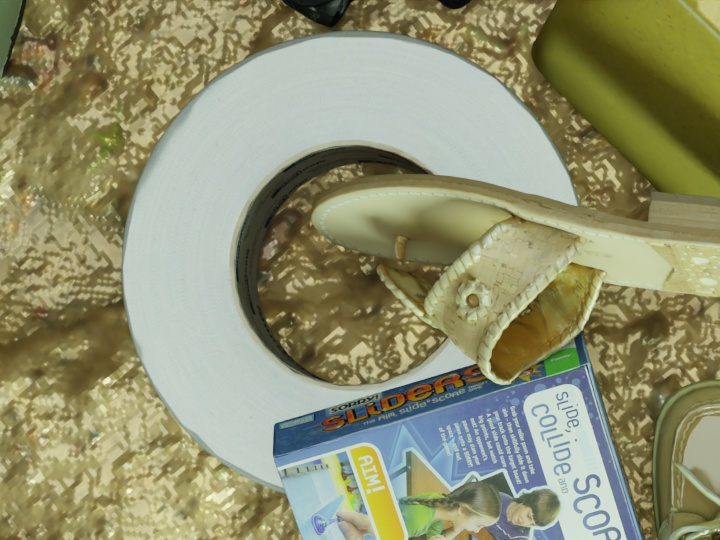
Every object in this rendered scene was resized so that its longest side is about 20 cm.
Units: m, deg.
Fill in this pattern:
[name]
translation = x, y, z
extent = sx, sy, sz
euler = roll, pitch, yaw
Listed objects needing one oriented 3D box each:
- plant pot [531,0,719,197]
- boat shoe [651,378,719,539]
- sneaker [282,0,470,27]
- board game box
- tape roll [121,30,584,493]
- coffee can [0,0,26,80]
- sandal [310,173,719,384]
[plant pot]
translation = 0.197, -0.101, 1.043
extent = 0.194, 0.200, 0.196
euler = -44, 83, 2
[boat shoe]
translation = 0.165, 0.143, 1.073
extent = 0.073, 0.063, 0.201
euler = -15, 84, 8
[sneaker]
translation = -0.036, -0.151, 1.138
extent = 0.199, 0.076, 0.088
euler = 1, 92, 7
[board game box]
translation = 0.057, 0.138, 1.082
extent = 0.135, 0.034, 0.201
euler = -16, 111, 5
[tape roll]
translation = 0.000, 0.000, 1.125
extent = 0.199, 0.066, 0.201
euler = 0, 87, 6
[coffee can]
translation = -0.266, -0.120, 1.123
extent = 0.199, 0.146, 0.147
euler = 29, 90, 7
[sandal]
translation = 0.067, 0.010, 1.016
extent = 0.211, 0.078, 0.070
euler = 3, 67, 25
